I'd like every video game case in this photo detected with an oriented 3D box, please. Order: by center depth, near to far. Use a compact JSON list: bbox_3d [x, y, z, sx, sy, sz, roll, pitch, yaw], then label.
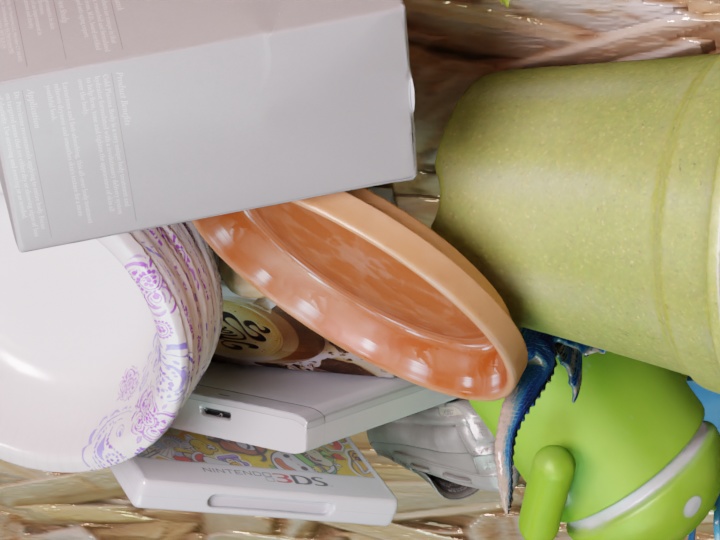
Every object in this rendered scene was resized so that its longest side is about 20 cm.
[{"bbox_3d":[-0.094,0.093,1.563,0.181,0.200,0.023,8,114,-32],"label":"video game case"}]

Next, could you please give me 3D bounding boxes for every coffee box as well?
[{"bbox_3d":[-0.077,0.001,1.510,0.199,0.080,0.113,5,154,11],"label":"coffee box"}]

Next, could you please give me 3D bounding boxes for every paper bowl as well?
[{"bbox_3d":[-0.173,0.006,1.397,0.200,0.105,0.202,10,126,14],"label":"paper bowl"}]

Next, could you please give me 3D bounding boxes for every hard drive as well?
[{"bbox_3d":[-0.032,0.073,1.547,0.131,0.027,0.200,9,-168,32],"label":"hard drive"}]

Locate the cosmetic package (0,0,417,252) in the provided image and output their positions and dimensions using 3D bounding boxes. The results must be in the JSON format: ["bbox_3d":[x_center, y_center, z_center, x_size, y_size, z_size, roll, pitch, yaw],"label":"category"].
[{"bbox_3d":[-0.077,-0.087,1.168,0.199,0.090,0.107,-11,131,-10],"label":"cosmetic package"}]

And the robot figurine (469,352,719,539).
[{"bbox_3d":[0.144,0.090,1.518,0.200,0.175,0.116,54,141,-8],"label":"robot figurine"}]

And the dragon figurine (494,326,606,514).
[{"bbox_3d":[0.105,0.036,1.385,0.099,0.201,0.059,3,144,-17],"label":"dragon figurine"}]

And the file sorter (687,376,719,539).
[{"bbox_3d":[0.293,0.145,1.612,0.199,0.123,0.139,0,151,21],"label":"file sorter"}]

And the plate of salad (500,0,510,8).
[{"bbox_3d":[0.072,-0.182,1.141,0.199,0.048,0.200,9,153,4],"label":"plate of salad"}]

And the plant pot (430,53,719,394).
[{"bbox_3d":[0.143,-0.032,1.277,0.183,0.201,0.200,7,155,31],"label":"plant pot"}]

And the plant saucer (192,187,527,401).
[{"bbox_3d":[0.000,0.000,1.286,0.200,0.032,0.200,29,162,10],"label":"plant saucer"}]

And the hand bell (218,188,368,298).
[{"bbox_3d":[-0.093,-0.087,1.366,0.104,0.104,0.200,-12,134,37],"label":"hand bell"}]

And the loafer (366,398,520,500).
[{"bbox_3d":[0.055,0.120,1.658,0.070,0.070,0.200,-12,180,-17],"label":"loafer"}]
